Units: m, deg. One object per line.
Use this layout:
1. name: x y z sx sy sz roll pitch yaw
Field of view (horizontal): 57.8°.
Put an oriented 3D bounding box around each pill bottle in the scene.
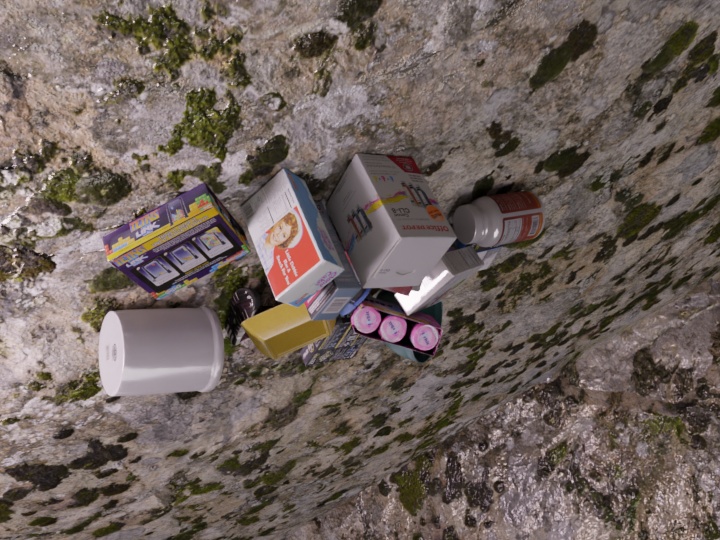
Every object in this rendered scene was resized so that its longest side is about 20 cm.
1. pill bottle: 0.311 -0.115 1.477 0.196 0.114 0.113 -9 148 -27

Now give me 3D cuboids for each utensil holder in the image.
1. utensil holder: -0.391 0.158 1.280 0.197 0.172 0.170 2 141 -39

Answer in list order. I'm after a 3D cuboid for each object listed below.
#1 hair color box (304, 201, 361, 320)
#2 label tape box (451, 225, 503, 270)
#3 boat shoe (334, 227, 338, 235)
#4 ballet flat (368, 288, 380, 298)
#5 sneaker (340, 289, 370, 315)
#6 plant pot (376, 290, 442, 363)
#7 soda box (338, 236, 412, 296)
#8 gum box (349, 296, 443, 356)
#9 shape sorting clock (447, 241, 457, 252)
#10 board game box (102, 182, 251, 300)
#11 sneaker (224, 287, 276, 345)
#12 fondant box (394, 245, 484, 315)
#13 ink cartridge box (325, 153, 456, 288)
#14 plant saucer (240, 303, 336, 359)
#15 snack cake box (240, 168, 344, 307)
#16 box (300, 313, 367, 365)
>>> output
1. hair color box: -0.081 -0.020 1.207 0.060 0.203 0.099 1 143 -41
2. label tape box: 0.246 -0.050 1.580 0.196 0.064 0.145 -13 148 -24
3. boat shoe: -0.098 -0.029 1.322 0.197 0.067 0.072 -17 151 -17
4. ballet flat: 0.010 0.034 1.525 0.074 0.068 0.201 -32 149 -7
5. sneaker: 0.000 0.000 1.405 0.078 0.070 0.201 40 89 -19
6. plant pot: 0.109 0.117 1.626 0.132 0.205 0.200 8 167 28
7. soda box: 0.021 -0.009 1.319 0.197 0.070 0.065 18 100 -36
8. gum box: 0.071 0.117 1.442 0.196 0.114 0.068 17 98 -8
9. shape sorting clock: 0.128 -0.031 1.510 0.195 0.040 0.202 -10 147 -7
10. board game box: -0.312 -0.045 1.128 0.197 0.057 0.166 -27 150 1
11. sneaker: -0.221 0.085 1.418 0.114 0.077 0.200 -16 160 -32
12. fondant box: 0.178 0.020 1.449 0.144 0.059 0.199 -43 165 27
13. ink cartridge box: 0.053 -0.090 1.206 0.143 0.203 0.145 -3 145 -37
14. plant saucer: -0.141 0.125 1.408 0.196 0.049 0.201 -24 157 -6
15. snack cake box: -0.119 -0.057 1.116 0.114 0.203 0.067 -36 151 19
16. box: -0.051 0.171 1.713 0.158 0.050 0.201 -7 146 -35
